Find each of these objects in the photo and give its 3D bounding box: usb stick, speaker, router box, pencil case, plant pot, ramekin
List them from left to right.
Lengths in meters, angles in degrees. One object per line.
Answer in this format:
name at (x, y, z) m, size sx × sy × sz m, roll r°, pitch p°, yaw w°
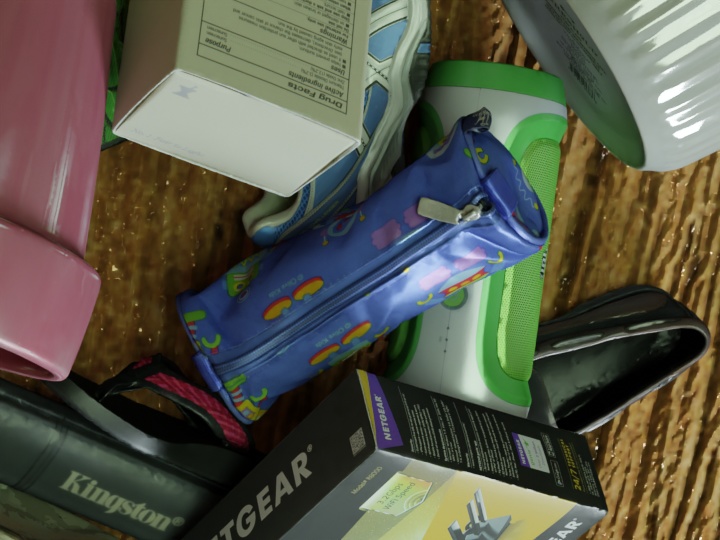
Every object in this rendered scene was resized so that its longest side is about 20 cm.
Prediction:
plant pot at (-0.200, -0.063, 0.977) m, size 0.200 × 0.200 × 0.180 m, roll 23°, pitch 79°, yaw -26°
usb stick at (-0.134, 0.110, 1.121) m, size 0.200 × 0.033 × 0.056 m, roll 27°, pitch 110°, yaw -27°
pencil case at (0.000, 0.000, 1.071) m, size 0.200 × 0.087 × 0.078 m, roll -31°, pitch 93°, yaw 13°
router box at (0.006, 0.144, 1.112) m, size 0.157 × 0.052 × 0.200 m, roll 18°, pitch 132°, yaw -34°
speaker at (0.061, -0.009, 1.143) m, size 0.088 × 0.088 × 0.201 m, roll 9°, pitch 87°, yaw -25°
ramekin at (0.147, -0.146, 1.108) m, size 0.105 × 0.200 × 0.200 m, roll -34°, pitch 113°, yaw -4°

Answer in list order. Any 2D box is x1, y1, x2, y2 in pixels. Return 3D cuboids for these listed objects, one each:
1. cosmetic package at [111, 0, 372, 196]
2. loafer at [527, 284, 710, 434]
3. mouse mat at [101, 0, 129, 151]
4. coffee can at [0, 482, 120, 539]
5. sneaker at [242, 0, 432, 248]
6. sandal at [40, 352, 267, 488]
cosmetic package at (-0.051, -0.150, 1.029) m, size 0.103 × 0.073 × 0.201 m, roll 21°, pitch 59°, yaw -26°
loafer at (0.109, 0.066, 1.206) m, size 0.200 × 0.063 × 0.072 m, roll -27°, pitch 109°, yaw -17°
mouse mat at (-0.162, -0.153, 1.070) m, size 0.161 × 0.008 × 0.201 m, roll -24°, pitch 111°, yaw -18°
coffee can at (-0.198, 0.219, 1.056) m, size 0.146 × 0.146 × 0.200 m, roll 26°, pitch 90°, yaw -26°
sneaker at (-0.014, -0.097, 1.108) m, size 0.077 × 0.076 × 0.201 m, roll 1°, pitch 102°, yaw -25°
sandal at (-0.086, 0.079, 1.118) m, size 0.200 × 0.075 × 0.045 m, roll 27°, pitch 95°, yaw -34°
